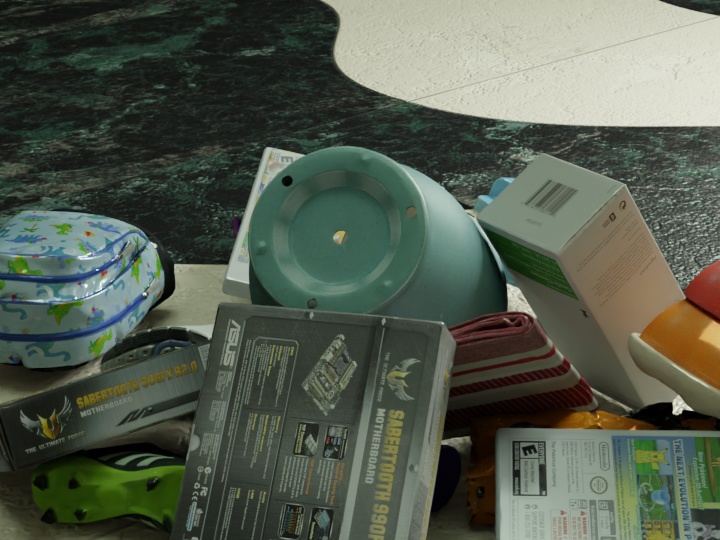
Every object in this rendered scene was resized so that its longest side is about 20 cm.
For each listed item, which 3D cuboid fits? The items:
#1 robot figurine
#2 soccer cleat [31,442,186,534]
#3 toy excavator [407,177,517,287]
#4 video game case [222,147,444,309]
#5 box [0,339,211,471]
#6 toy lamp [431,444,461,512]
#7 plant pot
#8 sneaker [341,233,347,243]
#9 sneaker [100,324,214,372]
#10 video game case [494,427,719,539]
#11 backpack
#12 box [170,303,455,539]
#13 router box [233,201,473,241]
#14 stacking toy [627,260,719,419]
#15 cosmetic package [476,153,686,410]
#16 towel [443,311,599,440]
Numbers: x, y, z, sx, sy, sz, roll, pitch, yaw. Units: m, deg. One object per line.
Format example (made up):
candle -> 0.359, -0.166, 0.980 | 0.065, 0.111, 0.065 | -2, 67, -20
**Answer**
robot figurine -> 0.178, 0.143, 1.253 | 0.200, 0.058, 0.145 | 0, 22, 6
soccer cleat -> -0.140, 0.153, 1.238 | 0.200, 0.068, 0.081 | 4, 21, 22
toy excavator -> 0.119, -0.038, 1.533 | 0.194, 0.100, 0.200 | 30, 15, 27
video game case -> -0.021, -0.031, 1.620 | 0.182, 0.023, 0.200 | 13, 42, 0
box -> -0.186, 0.098, 1.295 | 0.200, 0.048, 0.158 | -17, 0, -23
toy lamp -> -0.019, 0.129, 1.307 | 0.200, 0.058, 0.058 | 18, 29, 38
plant pot -> 0.000, 0.000, 1.314 | 0.200, 0.200, 0.188 | 4, -17, 15
sneaker -> 0.020, 0.003, 1.510 | 0.081, 0.088, 0.200 | 8, 39, -6
sneaker -> -0.118, 0.076, 1.452 | 0.200, 0.075, 0.087 | -4, 4, -13
video game case -> 0.178, 0.180, 1.124 | 0.182, 0.022, 0.200 | 0, 40, 4
backpack -> -0.267, 0.015, 1.525 | 0.163, 0.154, 0.200 | 10, 36, 11
box -> -0.032, 0.126, 1.127 | 0.158, 0.200, 0.048 | 4, -19, 15
router box -> -0.004, -0.037, 1.727 | 0.200, 0.051, 0.149 | -16, 26, -29
stacking toy -> 0.299, 0.016, 1.244 | 0.146, 0.200, 0.146 | 30, 6, -4
cosmetic package -> 0.190, 0.013, 1.377 | 0.085, 0.200, 0.108 | -44, 35, -14
towel -> 0.083, 0.080, 1.257 | 0.144, 0.023, 0.200 | -12, -24, 17
